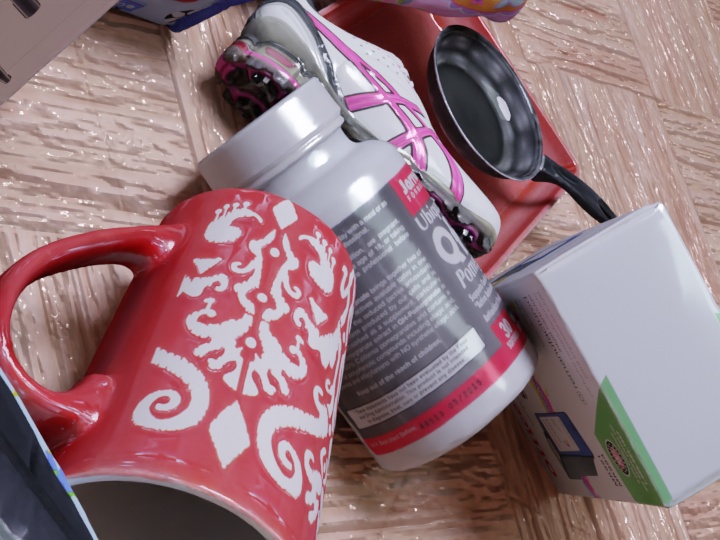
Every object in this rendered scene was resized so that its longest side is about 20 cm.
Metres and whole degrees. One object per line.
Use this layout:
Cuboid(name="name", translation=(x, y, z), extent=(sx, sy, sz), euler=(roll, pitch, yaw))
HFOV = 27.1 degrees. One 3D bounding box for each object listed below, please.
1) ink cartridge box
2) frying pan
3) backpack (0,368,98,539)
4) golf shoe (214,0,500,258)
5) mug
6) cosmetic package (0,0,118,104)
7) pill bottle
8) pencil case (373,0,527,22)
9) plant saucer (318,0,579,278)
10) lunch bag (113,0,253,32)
Cuboid(name="ink cartridge box", translation=(0.143, 0.054, 0.881), extent=(0.087, 0.200, 0.146), euler=(-29, 90, -10))
Cuboid(name="frying pan", translation=(0.106, -0.098, 1.023), extent=(0.189, 0.031, 0.116), euler=(24, 49, -44))
Cuboid(name="backpack", translation=(-0.173, 0.104, 0.532), extent=(0.200, 0.154, 0.163), euler=(41, 33, 11))
Cuboid(name="golf shoe", translation=(0.014, -0.090, 0.892), extent=(0.200, 0.073, 0.092), euler=(41, 62, -11))
Cuboid(name="mug", translation=(-0.073, 0.048, 0.670), extent=(0.201, 0.132, 0.179), euler=(-75, 155, -49))
Cuboid(name="cosmetic package", translation=(-0.141, -0.148, 0.677), extent=(0.083, 0.199, 0.051), euler=(48, 37, -14))
Cuboid(name="pill bottle", translation=(0.000, 0.000, 0.819), extent=(0.201, 0.110, 0.111), euler=(54, 36, -8))
Cuboid(name="pencil case", translation=(0.019, -0.213, 0.958), extent=(0.198, 0.087, 0.088), euler=(4, 61, -27))
Cuboid(name="plant saucer", translation=(0.054, -0.107, 1.023), extent=(0.200, 0.037, 0.200), euler=(55, 37, -6))
Cuboid(name="lunch bag", translation=(-0.135, -0.253, 0.815), extent=(0.169, 0.123, 0.202), euler=(12, 73, -47))
